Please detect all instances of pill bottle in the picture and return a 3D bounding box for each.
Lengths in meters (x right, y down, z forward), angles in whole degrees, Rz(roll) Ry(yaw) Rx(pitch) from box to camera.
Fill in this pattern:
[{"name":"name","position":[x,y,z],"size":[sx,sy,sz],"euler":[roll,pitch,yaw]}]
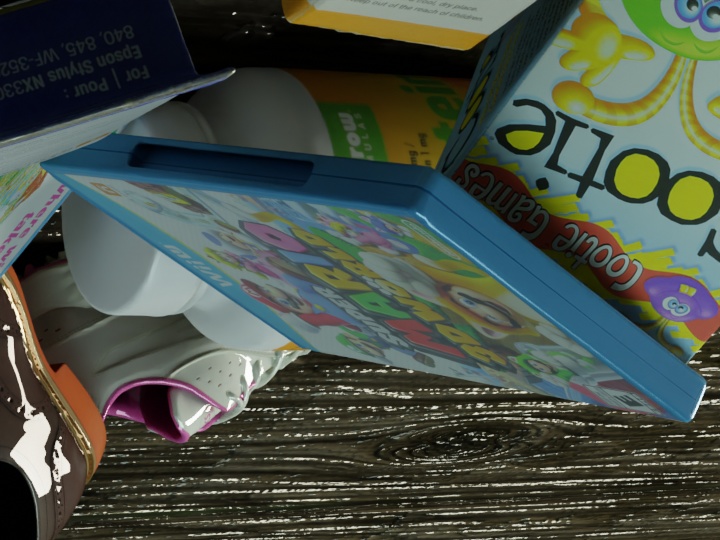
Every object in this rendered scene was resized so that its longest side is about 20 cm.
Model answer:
[{"name":"pill bottle","position":[-0.012,-0.024,1.051],"size":[0.200,0.111,0.111],"euler":[0,156,-33]}]

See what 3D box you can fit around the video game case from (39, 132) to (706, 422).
[{"name":"video game case","position":[0.000,0.000,0.880],"size":[0.143,0.018,0.200],"euler":[36,163,-37]}]

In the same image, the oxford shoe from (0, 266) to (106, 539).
[{"name":"oxford shoe","position":[-0.171,0.039,1.077],"size":[0.071,0.073,0.200],"euler":[-15,129,29]}]

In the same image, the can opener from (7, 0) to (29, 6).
[{"name":"can opener","position":[-0.107,-0.119,0.848],"size":[0.200,0.053,0.067],"euler":[-11,125,-10]}]

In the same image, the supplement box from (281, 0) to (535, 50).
[{"name":"supplement box","position":[0.052,-0.161,0.706],"size":[0.073,0.126,0.200],"euler":[5,154,-39]}]

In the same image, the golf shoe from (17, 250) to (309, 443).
[{"name":"golf shoe","position":[-0.064,0.035,1.206],"size":[0.200,0.092,0.075],"euler":[-6,157,-22]}]

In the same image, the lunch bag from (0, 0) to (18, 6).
[{"name":"lunch bag","position":[-0.155,-0.136,0.644],"size":[0.170,0.122,0.200],"euler":[-13,161,-20]}]

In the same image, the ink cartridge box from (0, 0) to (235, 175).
[{"name":"ink cartridge box","position":[-0.150,-0.035,0.733],"size":[0.198,0.047,0.200],"euler":[-18,180,-15]}]

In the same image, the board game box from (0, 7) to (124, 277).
[{"name":"board game box","position":[-0.166,-0.004,0.933],"size":[0.200,0.034,0.134],"euler":[-50,169,10]}]

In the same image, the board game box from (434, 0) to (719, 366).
[{"name":"board game box","position":[0.117,-0.083,0.810],"size":[0.103,0.105,0.200],"euler":[30,135,-7]}]
